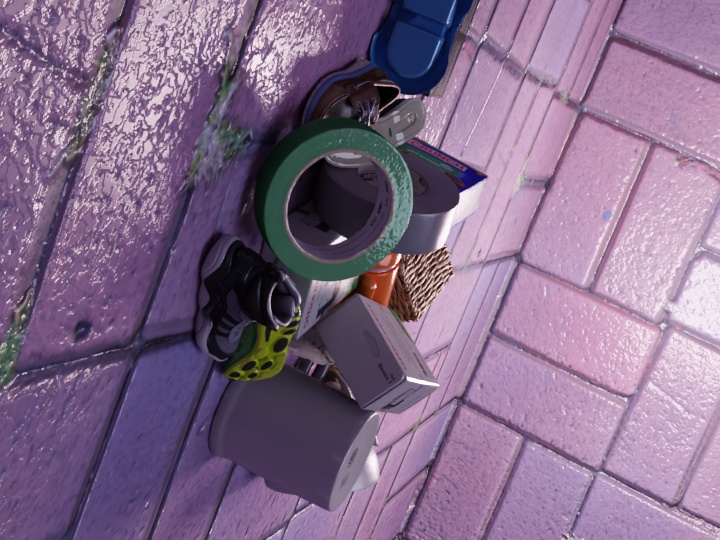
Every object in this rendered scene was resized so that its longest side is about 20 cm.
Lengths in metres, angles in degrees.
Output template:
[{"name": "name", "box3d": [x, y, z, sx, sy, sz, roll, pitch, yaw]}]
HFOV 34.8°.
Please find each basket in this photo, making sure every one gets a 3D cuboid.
[{"name": "basket", "box3d": [0.060, -0.004, 2.106, 0.200, 0.147, 0.144, -47, 123, -50]}]

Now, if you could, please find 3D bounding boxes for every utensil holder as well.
[{"name": "utensil holder", "box3d": [-0.093, 0.234, 1.675, 0.171, 0.198, 0.171, -57, 163, -29]}]

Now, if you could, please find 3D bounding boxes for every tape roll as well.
[{"name": "tape roll", "box3d": [0.036, -0.101, 1.597, 0.200, 0.198, 0.067, -41, 151, -57]}, {"name": "tape roll", "box3d": [-0.033, -0.087, 1.431, 0.048, 0.198, 0.203, 47, -60, 58]}]

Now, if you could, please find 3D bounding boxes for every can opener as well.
[{"name": "can opener", "box3d": [-0.068, 0.143, 1.887, 0.202, 0.053, 0.067, -63, -175, -10]}]

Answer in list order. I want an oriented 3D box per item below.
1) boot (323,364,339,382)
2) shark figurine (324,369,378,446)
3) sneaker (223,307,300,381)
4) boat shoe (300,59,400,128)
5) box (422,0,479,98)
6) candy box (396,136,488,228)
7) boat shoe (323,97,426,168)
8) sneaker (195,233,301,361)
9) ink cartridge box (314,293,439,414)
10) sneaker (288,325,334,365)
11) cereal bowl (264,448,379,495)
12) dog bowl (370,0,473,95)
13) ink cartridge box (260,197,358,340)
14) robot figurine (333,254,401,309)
[{"name": "boot", "box3d": [-0.028, 0.227, 2.152, 0.200, 0.066, 0.177, -36, 147, -65]}, {"name": "shark figurine", "box3d": [-0.055, 0.224, 1.890, 0.089, 0.129, 0.214, -36, -163, -12]}, {"name": "sneaker", "box3d": [-0.130, 0.079, 1.531, 0.201, 0.073, 0.084, -57, -144, 42]}, {"name": "boat shoe", "box3d": [-0.009, -0.220, 1.503, 0.200, 0.072, 0.073, -48, 158, -47]}, {"name": "box", "box3d": [0.114, -0.361, 1.685, 0.141, 0.078, 0.202, -40, 152, -78]}, {"name": "candy box", "box3d": [0.094, -0.140, 1.803, 0.078, 0.168, 0.200, -66, 166, 20]}, {"name": "boat shoe", "box3d": [0.006, -0.194, 1.608, 0.199, 0.067, 0.073, -29, 123, -40]}, {"name": "sneaker", "box3d": [-0.137, 0.055, 1.405, 0.076, 0.113, 0.202, -51, 159, -42]}, {"name": "ink cartridge box", "box3d": [0.027, 0.127, 1.692, 0.084, 0.146, 0.200, -34, 163, 10]}, {"name": "sneaker", "box3d": [-0.070, 0.096, 1.729, 0.079, 0.098, 0.200, -63, 165, -7]}, {"name": "cereal bowl", "box3d": [-0.066, 0.314, 1.939, 0.200, 0.197, 0.085, -15, 104, -71]}, {"name": "dog bowl", "box3d": [0.086, -0.343, 1.592, 0.050, 0.110, 0.202, -60, 172, -79]}, {"name": "ink cartridge box", "box3d": [-0.065, -0.014, 1.611, 0.200, 0.082, 0.148, -41, 151, -56]}, {"name": "robot figurine", "box3d": [-0.001, -0.001, 1.799, 0.144, 0.116, 0.202, -35, 148, -51]}]
